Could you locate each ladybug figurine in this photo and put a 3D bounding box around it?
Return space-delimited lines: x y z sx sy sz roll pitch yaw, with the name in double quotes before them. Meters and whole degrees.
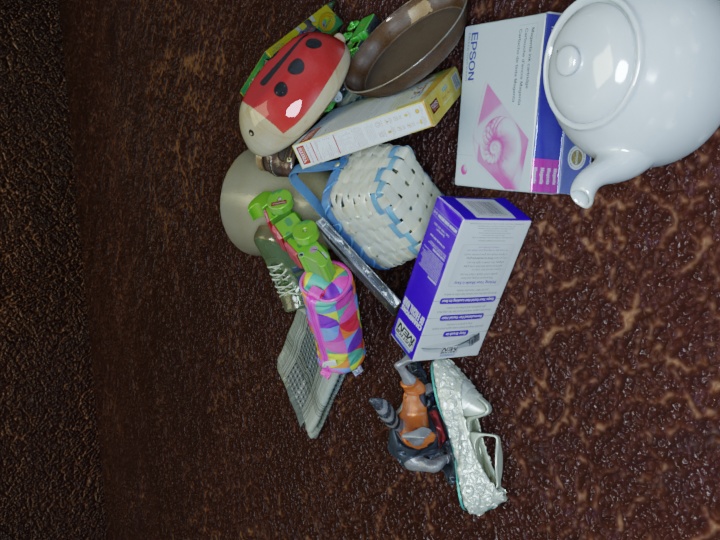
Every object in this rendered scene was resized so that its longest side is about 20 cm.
"ladybug figurine" -0.094 -0.248 1.093 0.201 0.072 0.135 -52 40 -3

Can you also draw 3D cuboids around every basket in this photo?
"basket" 0.013 -0.085 1.110 0.198 0.177 0.140 -6 48 41

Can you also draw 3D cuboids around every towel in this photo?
"towel" -0.094 0.167 1.426 0.193 0.034 0.202 58 138 40

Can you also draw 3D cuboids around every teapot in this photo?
"teapot" 0.240 -0.195 0.756 0.199 0.144 0.201 -63 41 38

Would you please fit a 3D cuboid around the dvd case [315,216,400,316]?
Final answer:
"dvd case" 0.000 0.000 1.113 0.149 0.016 0.200 47 178 6

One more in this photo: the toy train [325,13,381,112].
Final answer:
"toy train" -0.017 -0.304 1.177 0.056 0.042 0.202 -11 42 38

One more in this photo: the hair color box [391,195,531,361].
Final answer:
"hair color box" 0.121 0.011 0.995 0.065 0.108 0.202 47 129 47

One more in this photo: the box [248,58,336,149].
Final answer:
"box" -0.094 -0.263 1.266 0.037 0.200 0.138 24 116 20

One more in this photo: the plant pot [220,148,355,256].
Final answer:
"plant pot" -0.094 -0.101 1.305 0.198 0.186 0.190 13 103 43

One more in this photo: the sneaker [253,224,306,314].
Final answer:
"sneaker" -0.100 0.020 1.267 0.067 0.200 0.091 -5 54 43

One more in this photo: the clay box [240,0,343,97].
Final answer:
"clay box" -0.104 -0.356 1.327 0.048 0.200 0.115 45 143 -5

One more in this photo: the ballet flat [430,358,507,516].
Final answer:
"ballet flat" 0.143 0.203 1.023 0.072 0.071 0.203 -32 66 55

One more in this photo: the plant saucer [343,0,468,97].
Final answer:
"plant saucer" 0.064 -0.294 1.057 0.199 0.035 0.202 -30 33 22

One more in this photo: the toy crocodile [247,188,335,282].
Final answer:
"toy crocodile" -0.098 -0.052 1.166 0.200 0.061 0.068 49 167 35

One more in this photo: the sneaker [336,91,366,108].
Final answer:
"sneaker" 0.024 -0.241 1.195 0.199 0.069 0.095 10 107 60

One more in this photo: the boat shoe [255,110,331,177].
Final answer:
"boat shoe" -0.077 -0.221 1.189 0.070 0.070 0.202 15 71 30

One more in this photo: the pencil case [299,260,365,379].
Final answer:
"pencil case" -0.040 0.077 1.222 0.202 0.087 0.089 81 162 -46

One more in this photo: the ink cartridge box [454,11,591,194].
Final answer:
"ink cartridge box" 0.188 -0.192 0.942 0.199 0.043 0.200 15 103 59

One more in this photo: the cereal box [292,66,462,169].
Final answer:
"cereal box" 0.024 -0.199 1.052 0.198 0.144 0.040 -13 114 31

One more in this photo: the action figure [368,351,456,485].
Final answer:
"action figure" 0.061 0.189 1.089 0.195 0.103 0.202 83 169 -53
